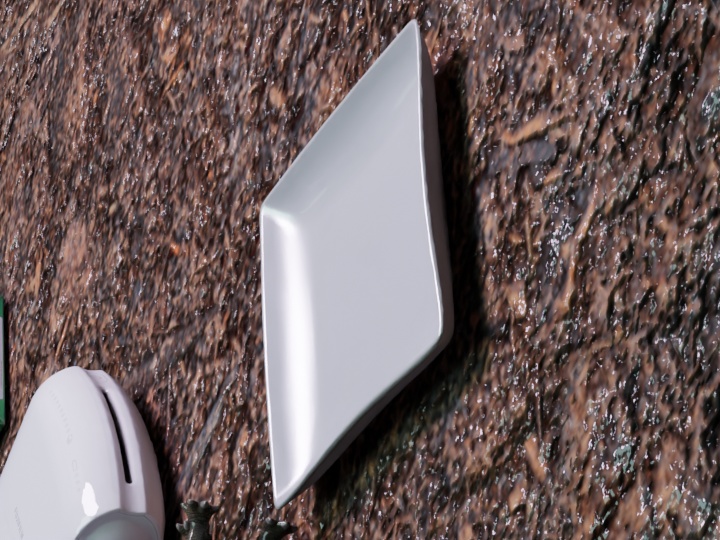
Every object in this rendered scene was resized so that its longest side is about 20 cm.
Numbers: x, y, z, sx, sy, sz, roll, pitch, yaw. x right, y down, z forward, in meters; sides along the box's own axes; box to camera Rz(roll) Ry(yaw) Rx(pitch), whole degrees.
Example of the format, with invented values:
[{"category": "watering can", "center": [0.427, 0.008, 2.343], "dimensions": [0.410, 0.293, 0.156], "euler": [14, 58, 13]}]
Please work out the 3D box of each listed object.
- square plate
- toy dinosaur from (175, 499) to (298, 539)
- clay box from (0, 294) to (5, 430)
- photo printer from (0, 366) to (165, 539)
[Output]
[{"category": "square plate", "center": [0.000, 0.000, 1.591], "dimensions": [0.200, 0.028, 0.199], "euler": [-48, 37, 48]}, {"category": "toy dinosaur", "center": [-0.082, 0.189, 1.627], "dimensions": [0.200, 0.077, 0.103], "euler": [-32, 44, 55]}, {"category": "clay box", "center": [-0.319, 0.113, 2.220], "dimensions": [0.200, 0.047, 0.115], "euler": [128, 145, -47]}, {"category": "photo printer", "center": [-0.185, 0.172, 1.868], "dimensions": [0.200, 0.069, 0.167], "euler": [-65, 27, 27]}]
